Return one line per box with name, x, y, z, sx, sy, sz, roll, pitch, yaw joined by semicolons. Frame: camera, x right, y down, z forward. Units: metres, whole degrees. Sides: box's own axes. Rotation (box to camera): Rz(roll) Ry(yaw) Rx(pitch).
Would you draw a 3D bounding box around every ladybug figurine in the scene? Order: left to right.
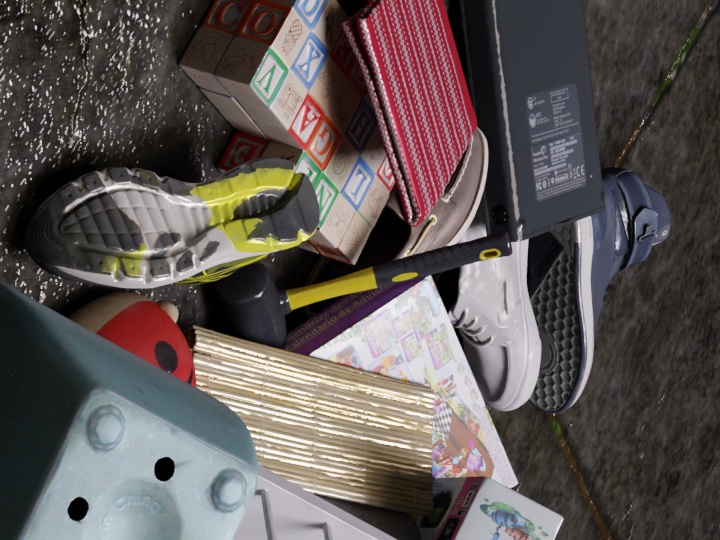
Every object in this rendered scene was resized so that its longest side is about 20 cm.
ladybug figurine;-0.161;0.103;1.351;0.200;0.072;0.136;-60;147;-18

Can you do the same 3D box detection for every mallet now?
mallet;0.000;0.000;1.473;0.066;0.199;0.041;64;8;-46

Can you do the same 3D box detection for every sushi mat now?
sushi mat;-0.031;0.100;1.459;0.200;0.012;0.096;16;64;-34

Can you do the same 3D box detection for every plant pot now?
plant pot;-0.168;0.119;1.166;0.196;0.200;0.196;32;79;-35

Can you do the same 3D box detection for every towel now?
towel;0.035;-0.127;1.479;0.200;0.022;0.145;-59;134;-65

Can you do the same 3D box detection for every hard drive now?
hard drive;0.131;-0.132;1.674;0.139;0.033;0.201;-19;105;-53

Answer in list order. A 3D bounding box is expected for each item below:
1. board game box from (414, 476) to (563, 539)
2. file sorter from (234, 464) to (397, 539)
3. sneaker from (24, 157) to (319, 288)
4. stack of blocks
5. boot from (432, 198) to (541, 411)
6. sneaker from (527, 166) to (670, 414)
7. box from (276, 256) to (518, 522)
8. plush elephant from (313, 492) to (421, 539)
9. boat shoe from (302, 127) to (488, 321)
board game box;0.049;0.239;1.486;0.201;0.064;0.148;-65;-174;-10
file sorter;-0.050;0.218;1.282;0.200;0.125;0.139;31;113;-26
sneaker;-0.119;-0.016;1.352;0.199;0.085;0.075;-6;70;-37
stack of blocks;-0.040;-0.102;1.446;0.115;0.058;0.200;-63;148;-14
boot;0.083;0.028;1.716;0.095;0.073;0.201;-26;119;-42
sneaker;0.198;0.012;1.870;0.146;0.077;0.203;-22;123;-49
box;0.018;0.107;1.556;0.137;0.039;0.200;-33;124;-14
plush elephant;-0.076;0.214;1.437;0.165;0.199;0.155;-47;156;-85
boat shoe;0.024;-0.032;1.579;0.200;0.072;0.060;-57;150;-13
